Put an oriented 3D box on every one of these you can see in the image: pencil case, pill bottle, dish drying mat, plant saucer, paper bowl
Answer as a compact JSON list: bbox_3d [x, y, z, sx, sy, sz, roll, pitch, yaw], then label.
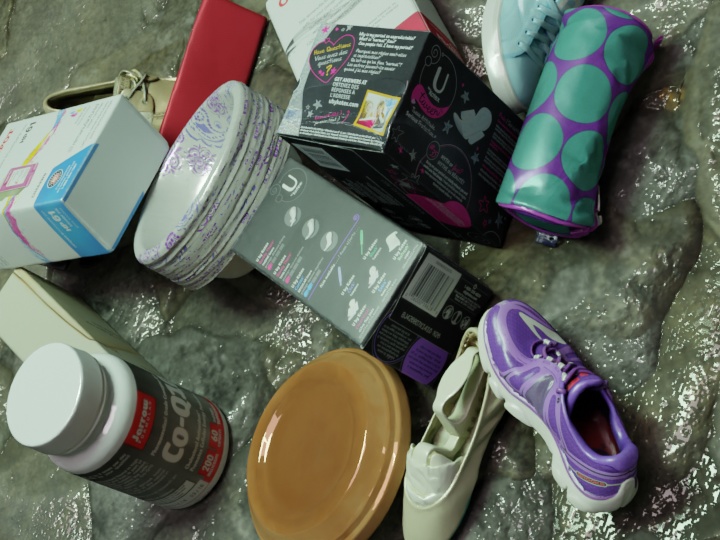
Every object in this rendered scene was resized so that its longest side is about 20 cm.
[{"bbox_3d":[0.187,-0.126,1.269,0.091,0.085,0.202,20,79,3],"label":"pencil case"},{"bbox_3d":[-0.225,0.145,1.381,0.113,0.199,0.115,-16,60,31],"label":"pill bottle"},{"bbox_3d":[-0.163,-0.194,1.582,0.018,0.076,0.203,-16,55,65],"label":"dish drying mat"},{"bbox_3d":[-0.038,0.162,1.316,0.199,0.037,0.203,-27,49,37],"label":"plant saucer"},{"bbox_3d":[-0.131,-0.075,1.450,0.201,0.104,0.202,-47,25,29],"label":"paper bowl"}]

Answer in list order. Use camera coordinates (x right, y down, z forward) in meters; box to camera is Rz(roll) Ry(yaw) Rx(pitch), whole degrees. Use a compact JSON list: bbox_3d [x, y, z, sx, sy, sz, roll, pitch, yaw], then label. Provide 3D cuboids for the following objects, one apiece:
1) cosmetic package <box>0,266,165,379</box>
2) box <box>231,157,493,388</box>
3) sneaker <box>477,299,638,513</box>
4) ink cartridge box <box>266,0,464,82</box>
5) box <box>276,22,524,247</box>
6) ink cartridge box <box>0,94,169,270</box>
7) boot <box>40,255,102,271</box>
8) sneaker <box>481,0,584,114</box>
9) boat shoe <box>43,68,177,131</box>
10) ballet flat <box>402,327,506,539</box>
[{"bbox_3d":[-0.296,0.084,1.532,0.199,0.103,0.074,35,91,41],"label":"cosmetic package"},{"bbox_3d":[0.000,0.000,1.328,0.199,0.122,0.107,34,91,41],"label":"box"},{"bbox_3d":[0.165,0.092,1.172,0.080,0.084,0.201,-19,54,-21],"label":"sneaker"},{"bbox_3d":[0.005,-0.228,1.458,0.145,0.083,0.202,-37,51,18],"label":"ink cartridge box"},{"bbox_3d":[0.045,-0.120,1.298,0.131,0.199,0.116,13,75,40],"label":"box"},{"bbox_3d":[-0.315,-0.088,1.530,0.198,0.085,0.146,-8,47,41],"label":"ink cartridge box"},{"bbox_3d":[-0.359,-0.071,1.674,0.198,0.070,0.133,2,69,39],"label":"boot"},{"bbox_3d":[0.164,-0.240,1.348,0.081,0.074,0.203,-8,66,38],"label":"sneaker"},{"bbox_3d":[-0.249,-0.182,1.615,0.197,0.065,0.073,-8,49,13],"label":"boat shoe"},{"bbox_3d":[0.074,0.140,1.244,0.069,0.069,0.202,19,82,41],"label":"ballet flat"}]
